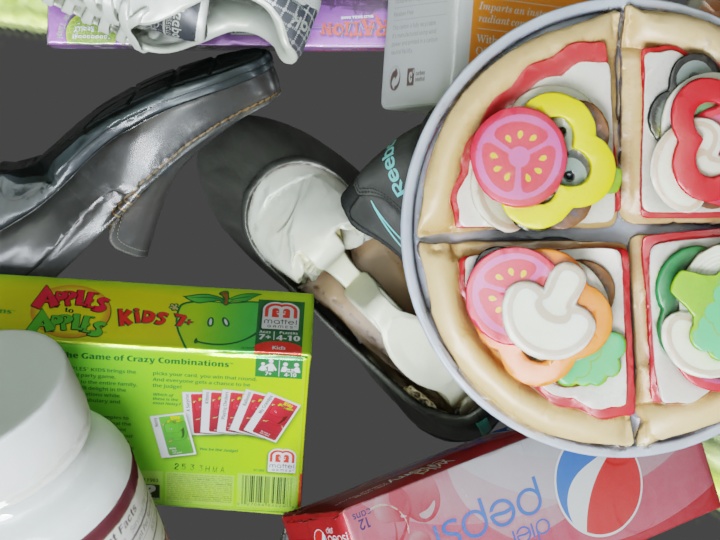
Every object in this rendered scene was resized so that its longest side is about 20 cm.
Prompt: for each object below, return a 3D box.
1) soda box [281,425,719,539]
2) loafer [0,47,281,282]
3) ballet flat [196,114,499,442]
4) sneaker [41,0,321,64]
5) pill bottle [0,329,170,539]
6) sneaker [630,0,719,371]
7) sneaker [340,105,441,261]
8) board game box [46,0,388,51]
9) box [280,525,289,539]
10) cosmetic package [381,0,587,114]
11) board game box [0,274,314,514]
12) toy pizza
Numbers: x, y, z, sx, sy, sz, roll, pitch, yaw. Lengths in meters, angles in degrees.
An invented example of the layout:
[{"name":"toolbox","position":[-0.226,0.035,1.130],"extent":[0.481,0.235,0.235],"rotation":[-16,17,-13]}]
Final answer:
[{"name":"soda box","position":[0.068,0.111,1.161],"extent":[0.199,0.063,0.070],"rotation":[-19,93,-30]},{"name":"loafer","position":[-0.120,-0.039,1.198],"extent":[0.199,0.073,0.073],"rotation":[-29,100,9]},{"name":"ballet flat","position":[0.000,0.000,1.197],"extent":[0.200,0.068,0.068],"rotation":[45,89,-1]},{"name":"sneaker","position":[-0.116,-0.145,1.155],"extent":[0.198,0.076,0.081],"rotation":[5,76,0]},{"name":"pill bottle","position":[-0.143,0.135,1.133],"extent":[0.114,0.114,0.201],"rotation":[-21,120,-1]},{"name":"sneaker","position":[0.151,-0.035,1.169],"extent":[0.071,0.080,0.201],"rotation":[21,67,-6]},{"name":"sneaker","position":[0.074,-0.008,1.176],"extent":[0.079,0.076,0.200],"rotation":[-29,132,28]},{"name":"board game box","position":[-0.053,-0.167,1.214],"extent":[0.198,0.032,0.121],"rotation":[1,88,-1]},{"name":"box","position":[-0.043,0.220,1.197],"extent":[0.050,0.075,0.201],"rotation":[17,91,0]},{"name":"cosmetic package","position":[0.075,-0.172,1.178],"extent":[0.101,0.071,0.202],"rotation":[4,90,-27]},{"name":"board game box","position":[-0.124,0.058,1.180],"extent":[0.198,0.048,0.102],"rotation":[3,128,-2]},{"name":"toy pizza","position":[0.117,-0.018,1.083],"extent":[0.199,0.032,0.202],"rotation":[0,94,-7]}]
